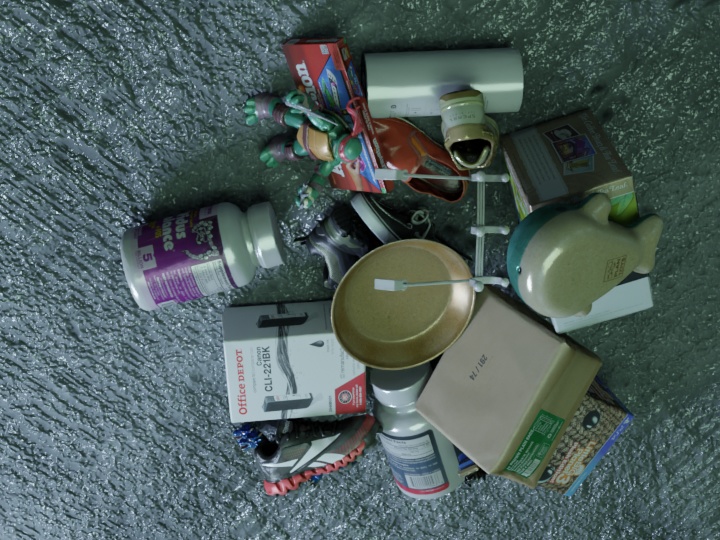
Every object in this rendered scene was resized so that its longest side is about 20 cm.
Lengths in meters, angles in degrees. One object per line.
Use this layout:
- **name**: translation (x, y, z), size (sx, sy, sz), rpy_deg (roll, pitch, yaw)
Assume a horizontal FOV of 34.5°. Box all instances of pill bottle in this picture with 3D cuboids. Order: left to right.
- **pill bottle**: translation (-0.203, -0.025, 1.510), size (0.197, 0.113, 0.114), rpy_deg (-15, 122, 2)
- **pill bottle**: translation (0.083, 0.221, 1.686), size (0.118, 0.120, 0.202), rpy_deg (-16, 121, 4)

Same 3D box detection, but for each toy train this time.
- **toy train**: translation (0.171, 0.266, 1.688), size (0.034, 0.200, 0.046), rpy_deg (-25, 92, 15)

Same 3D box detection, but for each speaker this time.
- **speaker**: translation (0.101, -0.232, 1.436), size (0.196, 0.082, 0.082), rpy_deg (-3, 122, -4)

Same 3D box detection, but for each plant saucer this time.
- **plant saucer**: translation (0.054, 0.039, 1.533), size (0.197, 0.036, 0.203), rpy_deg (-7, 121, -11)

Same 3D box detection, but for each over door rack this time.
- **over door rack**: translation (0.111, -0.049, 1.443), size (0.198, 0.066, 0.150), rpy_deg (-1, 94, -36)

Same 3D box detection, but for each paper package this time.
- **paper package**: translation (0.196, 0.152, 1.545), size (0.103, 0.190, 0.202), rpy_deg (24, 98, -39)

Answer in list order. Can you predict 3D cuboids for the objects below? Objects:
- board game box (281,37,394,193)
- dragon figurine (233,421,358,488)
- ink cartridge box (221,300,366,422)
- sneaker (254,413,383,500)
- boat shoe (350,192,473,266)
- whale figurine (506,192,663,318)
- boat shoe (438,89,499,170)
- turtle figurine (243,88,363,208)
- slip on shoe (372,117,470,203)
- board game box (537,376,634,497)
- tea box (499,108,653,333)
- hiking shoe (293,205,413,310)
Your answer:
- **board game box**: translation (-0.028, -0.191, 1.435), size (0.019, 0.102, 0.202), rpy_deg (-38, 122, -33)
- **dragon figurine**: translation (-0.091, 0.269, 1.731), size (0.196, 0.059, 0.101), rpy_deg (-1, 122, -4)
- **ink cartridge box**: translation (-0.093, 0.127, 1.630), size (0.196, 0.084, 0.146), rpy_deg (-4, 122, -3)
- **sneaker**: translation (-0.067, 0.245, 1.643), size (0.198, 0.071, 0.099), rpy_deg (-27, 107, 15)
- **boat shoe**: translation (0.073, -0.051, 1.548), size (0.199, 0.074, 0.068), rpy_deg (40, 103, -22)
- **whale figurine**: translation (0.257, -0.025, 1.349), size (0.197, 0.104, 0.161), rpy_deg (-14, 124, -26)
- **boat shoe**: translation (0.134, -0.159, 1.432), size (0.073, 0.068, 0.200), rpy_deg (-8, 166, 14)
- **turtle figurine**: translation (-0.060, -0.154, 1.401), size (0.100, 0.199, 0.152), rpy_deg (-18, 115, -32)
- **slip on shoe**: translation (0.058, -0.147, 1.495), size (0.198, 0.062, 0.074), rpy_deg (26, 117, -19)
- **board game box**: translation (0.267, 0.218, 1.672), size (0.199, 0.097, 0.160), rpy_deg (23, 108, -39)
- **tea box**: translation (0.274, -0.066, 1.485), size (0.132, 0.201, 0.199), rpy_deg (-15, 121, 3)
- **hiking shoe**: translation (0.000, 0.000, 1.582), size (0.100, 0.076, 0.200), rpy_deg (-27, 120, 30)
